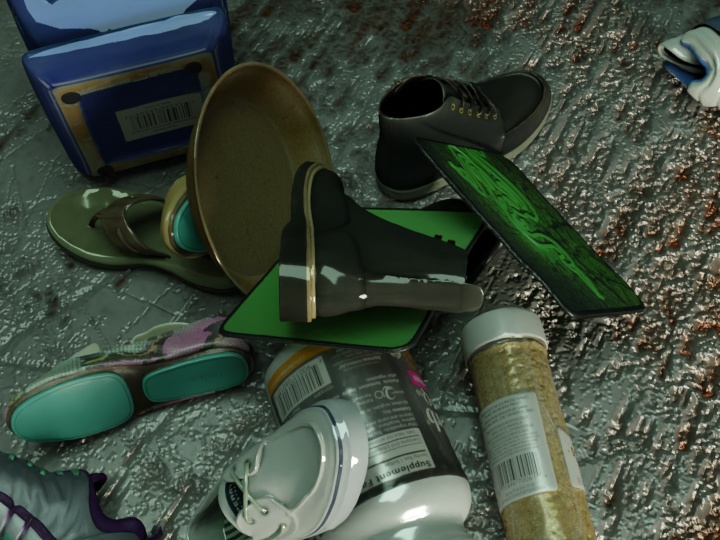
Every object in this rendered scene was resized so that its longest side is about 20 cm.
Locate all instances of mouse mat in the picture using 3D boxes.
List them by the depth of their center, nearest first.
[{"bbox_3d":[0.000,0.000,0.750,0.159,0.008,0.200,3,32,26],"label":"mouse mat"},{"bbox_3d":[0.142,-0.037,0.794,0.160,0.008,0.200,-1,45,-54],"label":"mouse mat"}]

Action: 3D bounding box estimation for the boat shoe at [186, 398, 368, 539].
[{"bbox_3d":[-0.061,0.152,0.641,0.066,0.201,0.074,-3,55,-32],"label":"boat shoe"}]

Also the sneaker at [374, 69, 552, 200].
[{"bbox_3d":[0.102,-0.148,0.883,0.199,0.107,0.075,-32,62,-17],"label":"sneaker"}]

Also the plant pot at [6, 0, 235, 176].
[{"bbox_3d":[-0.210,-0.210,0.886,0.198,0.201,0.181,-15,65,-8],"label":"plant pot"}]

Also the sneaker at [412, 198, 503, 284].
[{"bbox_3d":[0.037,0.006,0.792,0.200,0.076,0.079,-39,29,-20],"label":"sneaker"}]

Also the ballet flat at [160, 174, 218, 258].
[{"bbox_3d":[-0.127,-0.065,0.838,0.062,0.069,0.200,9,26,24],"label":"ballet flat"}]

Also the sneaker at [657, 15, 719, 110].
[{"bbox_3d":[0.366,-0.244,0.950,0.145,0.081,0.202,2,63,-2],"label":"sneaker"}]

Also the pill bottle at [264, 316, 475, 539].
[{"bbox_3d":[0.011,0.143,0.696,0.115,0.117,0.201,-18,59,-10],"label":"pill bottle"}]

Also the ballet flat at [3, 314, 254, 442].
[{"bbox_3d":[-0.186,0.082,0.778,0.198,0.070,0.071,-16,40,-13],"label":"ballet flat"}]

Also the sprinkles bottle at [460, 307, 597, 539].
[{"bbox_3d":[0.126,0.129,0.729,0.067,0.069,0.202,-7,58,-3],"label":"sprinkles bottle"}]

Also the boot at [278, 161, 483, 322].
[{"bbox_3d":[0.014,-0.019,0.719,0.137,0.078,0.201,1,32,0],"label":"boot"}]

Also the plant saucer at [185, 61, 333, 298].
[{"bbox_3d":[-0.086,-0.069,0.804,0.035,0.201,0.202,-5,53,30],"label":"plant saucer"}]

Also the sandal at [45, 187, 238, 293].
[{"bbox_3d":[-0.182,-0.039,0.852,0.199,0.058,0.080,13,59,10],"label":"sandal"}]

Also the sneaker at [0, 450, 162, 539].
[{"bbox_3d":[-0.246,0.170,0.724,0.199,0.075,0.088,36,52,11],"label":"sneaker"}]
